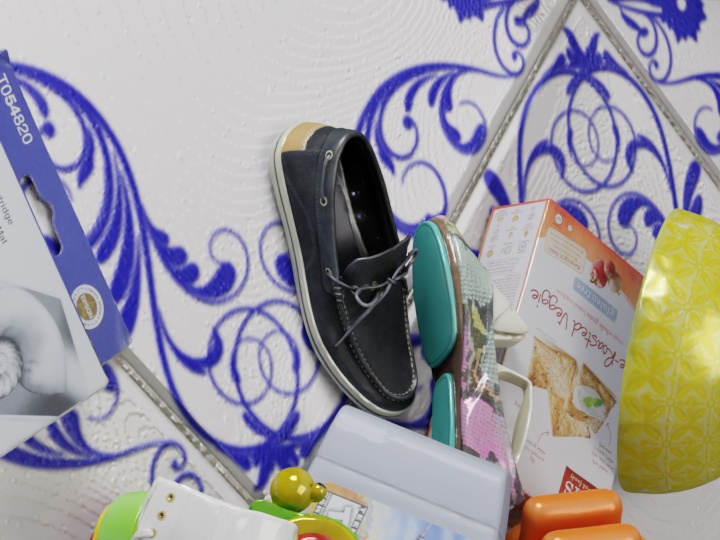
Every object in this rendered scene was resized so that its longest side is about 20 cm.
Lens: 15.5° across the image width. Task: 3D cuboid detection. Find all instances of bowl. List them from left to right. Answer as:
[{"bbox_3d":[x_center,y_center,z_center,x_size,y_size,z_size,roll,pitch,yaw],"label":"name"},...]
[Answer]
[{"bbox_3d":[0.251,0.064,1.833,0.200,0.107,0.201,10,90,-74],"label":"bowl"}]

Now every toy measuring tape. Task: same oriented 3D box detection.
[{"bbox_3d":[-0.102,0.149,1.556,0.200,0.073,0.074,-31,106,-53],"label":"toy measuring tape"},{"bbox_3d":[-0.028,0.214,1.530,0.073,0.073,0.200,9,74,-45],"label":"toy measuring tape"}]

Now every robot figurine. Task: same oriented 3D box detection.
[{"bbox_3d":[0.135,0.239,1.718,0.117,0.144,0.200,-32,136,-44],"label":"robot figurine"}]

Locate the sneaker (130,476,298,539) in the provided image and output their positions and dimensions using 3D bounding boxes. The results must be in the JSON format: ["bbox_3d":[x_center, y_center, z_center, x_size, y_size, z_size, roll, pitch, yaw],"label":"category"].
[{"bbox_3d":[-0.129,0.170,1.448,0.074,0.200,0.116,64,29,-72],"label":"sneaker"}]

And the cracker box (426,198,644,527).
[{"bbox_3d":[0.126,0.071,1.803,0.134,0.058,0.200,36,60,-36],"label":"cracker box"}]

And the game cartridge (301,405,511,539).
[{"bbox_3d":[0.007,0.191,1.592,0.200,0.133,0.042,-64,158,-19],"label":"game cartridge"}]

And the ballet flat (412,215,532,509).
[{"bbox_3d":[0.075,0.063,1.705,0.071,0.069,0.200,3,68,-19],"label":"ballet flat"}]

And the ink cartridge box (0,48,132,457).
[{"bbox_3d":[-0.217,-0.002,1.475,0.200,0.041,0.200,-37,110,-43],"label":"ink cartridge box"}]

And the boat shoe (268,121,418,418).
[{"bbox_3d":[0.000,0.000,1.683,0.075,0.062,0.200,-28,106,-47],"label":"boat shoe"}]
